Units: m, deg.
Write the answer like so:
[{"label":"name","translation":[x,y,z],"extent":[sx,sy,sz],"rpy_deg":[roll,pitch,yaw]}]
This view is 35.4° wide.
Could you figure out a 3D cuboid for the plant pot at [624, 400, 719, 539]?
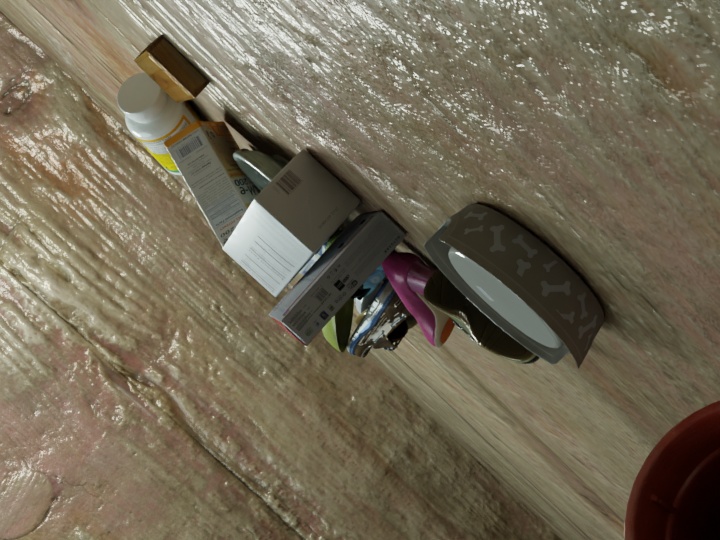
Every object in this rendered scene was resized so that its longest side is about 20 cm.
[{"label":"plant pot","translation":[0.339,0.225,0.877],"extent":[0.195,0.201,0.201],"rpy_deg":[38,178,-42]}]

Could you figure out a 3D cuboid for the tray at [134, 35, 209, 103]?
[{"label":"tray","translation":[-0.296,-0.308,1.750],"extent":[0.099,0.037,0.200],"rpy_deg":[44,174,-16]}]

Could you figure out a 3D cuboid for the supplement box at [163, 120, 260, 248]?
[{"label":"supplement box","translation":[-0.220,-0.141,1.833],"extent":[0.200,0.073,0.126],"rpy_deg":[60,-165,1]}]

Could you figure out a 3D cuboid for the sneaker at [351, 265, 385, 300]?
[{"label":"sneaker","translation":[0.000,0.000,1.761],"extent":[0.078,0.090,0.200],"rpy_deg":[42,174,1]}]

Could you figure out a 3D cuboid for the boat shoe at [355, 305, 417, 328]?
[{"label":"boat shoe","translation":[0.055,0.061,1.888],"extent":[0.073,0.065,0.200],"rpy_deg":[43,153,-12]}]

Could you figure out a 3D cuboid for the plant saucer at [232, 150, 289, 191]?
[{"label":"plant saucer","translation":[-0.111,-0.128,1.761],"extent":[0.200,0.050,0.200],"rpy_deg":[41,173,6]}]

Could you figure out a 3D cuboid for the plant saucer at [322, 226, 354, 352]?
[{"label":"plant saucer","translation":[-0.038,0.030,1.800],"extent":[0.031,0.201,0.200],"rpy_deg":[3,165,9]}]

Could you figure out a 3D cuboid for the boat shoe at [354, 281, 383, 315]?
[{"label":"boat shoe","translation":[0.011,0.044,2.037],"extent":[0.065,0.074,0.200],"rpy_deg":[40,175,15]}]

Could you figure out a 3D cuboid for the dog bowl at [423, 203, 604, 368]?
[{"label":"dog bowl","translation":[0.153,0.013,1.107],"extent":[0.200,0.059,0.200],"rpy_deg":[42,173,6]}]

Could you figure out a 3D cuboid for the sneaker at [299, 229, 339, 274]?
[{"label":"sneaker","translation":[-0.084,-0.032,1.917],"extent":[0.088,0.075,0.200],"rpy_deg":[15,156,3]}]

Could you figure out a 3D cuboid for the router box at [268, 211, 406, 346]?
[{"label":"router box","translation":[-0.036,0.008,1.557],"extent":[0.049,0.200,0.179],"rpy_deg":[43,175,-8]}]

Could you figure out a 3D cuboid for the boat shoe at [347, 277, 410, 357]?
[{"label":"boat shoe","translation":[0.035,0.093,1.796],"extent":[0.072,0.072,0.200],"rpy_deg":[33,147,4]}]

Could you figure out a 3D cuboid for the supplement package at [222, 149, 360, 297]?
[{"label":"supplement package","translation":[-0.102,-0.063,1.600],"extent":[0.110,0.114,0.200],"rpy_deg":[42,152,-2]}]

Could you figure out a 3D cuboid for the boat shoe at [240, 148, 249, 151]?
[{"label":"boat shoe","translation":[-0.170,-0.126,1.958],"extent":[0.200,0.076,0.072],"rpy_deg":[62,171,-29]}]

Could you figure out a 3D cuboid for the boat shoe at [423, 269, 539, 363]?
[{"label":"boat shoe","translation":[0.157,0.055,1.345],"extent":[0.065,0.073,0.200],"rpy_deg":[33,-176,-41]}]

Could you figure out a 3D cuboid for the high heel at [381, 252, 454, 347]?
[{"label":"high heel","translation":[0.081,0.042,1.613],"extent":[0.096,0.067,0.200],"rpy_deg":[26,162,24]}]

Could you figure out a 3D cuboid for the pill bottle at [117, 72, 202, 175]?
[{"label":"pill bottle","translation":[-0.349,-0.263,2.012],"extent":[0.113,0.113,0.200],"rpy_deg":[38,173,29]}]
